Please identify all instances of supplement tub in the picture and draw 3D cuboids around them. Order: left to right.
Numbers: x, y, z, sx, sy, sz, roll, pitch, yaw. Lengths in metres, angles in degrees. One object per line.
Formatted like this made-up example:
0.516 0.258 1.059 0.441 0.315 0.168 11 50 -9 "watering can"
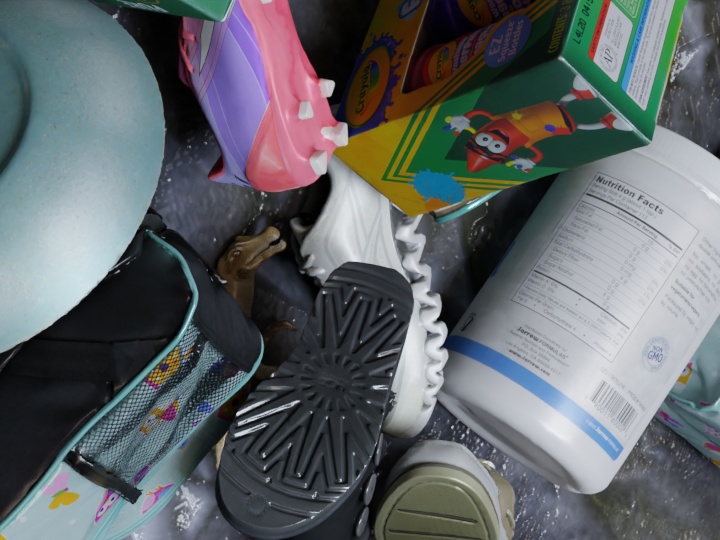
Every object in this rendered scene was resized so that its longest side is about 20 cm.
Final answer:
0.144 0.022 0.949 0.132 0.132 0.200 43 77 -34 "supplement tub"

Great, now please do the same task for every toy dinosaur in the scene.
-0.093 0.071 0.860 0.101 0.058 0.200 41 70 -19 "toy dinosaur"

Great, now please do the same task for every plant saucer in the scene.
-0.185 -0.055 0.672 0.201 0.201 0.039 -48 155 -14 "plant saucer"

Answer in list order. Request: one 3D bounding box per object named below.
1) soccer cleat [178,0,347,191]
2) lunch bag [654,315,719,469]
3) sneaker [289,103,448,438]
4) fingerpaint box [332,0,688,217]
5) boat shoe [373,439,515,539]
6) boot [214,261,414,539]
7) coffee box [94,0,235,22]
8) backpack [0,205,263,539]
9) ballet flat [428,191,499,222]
-0.065 -0.129 0.751 0.067 0.076 0.200 -57 137 -53 "soccer cleat"
0.284 0.031 1.052 0.170 0.122 0.200 37 76 -36 "lunch bag"
0.000 0.000 0.890 0.081 0.075 0.201 -10 99 -24 "sneaker"
0.085 -0.143 0.805 0.073 0.167 0.200 37 58 -29 "fingerpaint box"
0.054 0.145 0.928 0.200 0.074 0.069 80 20 -56 "boat shoe"
-0.028 0.115 0.813 0.165 0.066 0.200 -57 169 -37 "boot"
-0.153 -0.164 0.632 0.200 0.123 0.044 24 86 -37 "coffee box"
-0.163 0.056 0.724 0.200 0.176 0.153 -47 153 -11 "backpack"
0.098 -0.100 0.936 0.200 0.067 0.062 -36 105 -31 "ballet flat"
